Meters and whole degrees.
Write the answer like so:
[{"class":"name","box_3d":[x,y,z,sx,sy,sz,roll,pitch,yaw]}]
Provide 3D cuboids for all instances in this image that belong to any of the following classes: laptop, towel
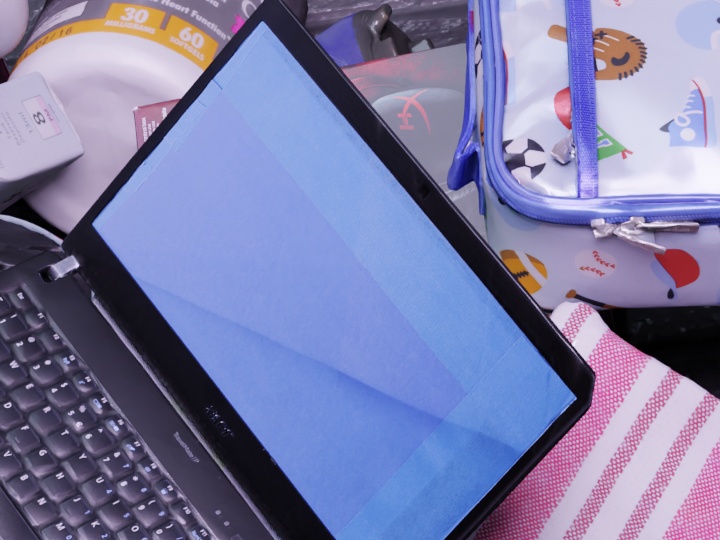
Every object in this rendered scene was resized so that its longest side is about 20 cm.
[{"class":"laptop","box_3d":[-0.064,0.041,0.915,0.200,0.103,0.177,-26,64,-29]},{"class":"towel","box_3d":[0.120,0.107,0.975,0.200,0.030,0.146,34,50,0]}]

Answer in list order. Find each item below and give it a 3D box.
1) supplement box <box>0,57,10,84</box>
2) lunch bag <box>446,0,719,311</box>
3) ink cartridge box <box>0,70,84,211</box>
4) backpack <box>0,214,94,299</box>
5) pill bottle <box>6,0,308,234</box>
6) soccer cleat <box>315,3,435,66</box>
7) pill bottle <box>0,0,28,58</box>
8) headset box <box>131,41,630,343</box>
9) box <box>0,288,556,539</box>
[{"class":"supplement box","box_3d":[-0.263,-0.049,1.387,0.200,0.086,0.110,-29,37,-17]},{"class":"lunch bag","box_3d":[0.110,-0.074,1.059,0.160,0.076,0.201,0,52,1]},{"class":"ink cartridge box","box_3d":[-0.223,-0.010,1.219,0.162,0.057,0.200,-31,3,25]},{"class":"backpack","box_3d":[-0.186,0.064,1.143,0.200,0.151,0.177,-26,30,-17]},{"class":"pill bottle","box_3d":[-0.089,-0.109,1.372,0.116,0.117,0.200,-4,38,17]},{"class":"soccer cleat","box_3d":[-0.003,-0.035,1.301,0.084,0.065,0.201,-36,32,26]},{"class":"pill bottle","box_3d":[-0.218,-0.119,1.284,0.200,0.113,0.113,-33,38,-12]},{"class":"headset box","box_3d":[0.000,0.000,1.171,0.199,0.075,0.149,-10,69,9]},{"class":"box","box_3d":[-0.030,0.088,1.017,0.176,0.097,0.200,22,52,0]}]
